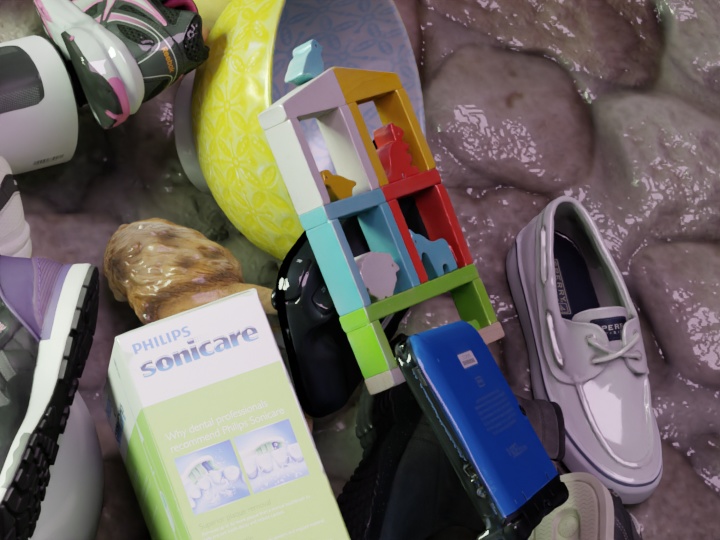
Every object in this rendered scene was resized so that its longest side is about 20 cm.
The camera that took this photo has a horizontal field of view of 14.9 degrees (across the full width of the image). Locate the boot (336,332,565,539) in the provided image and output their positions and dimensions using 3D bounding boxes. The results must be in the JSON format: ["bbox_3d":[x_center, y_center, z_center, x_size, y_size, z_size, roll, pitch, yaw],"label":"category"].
[{"bbox_3d":[0.055,0.141,1.617,0.131,0.070,0.201,26,60,-16],"label":"boot"}]

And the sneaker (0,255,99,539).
[{"bbox_3d":[-0.205,0.076,1.484,0.087,0.076,0.201,11,49,4],"label":"sneaker"}]

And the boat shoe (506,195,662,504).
[{"bbox_3d":[0.142,0.046,1.712,0.073,0.065,0.201,-8,60,-26],"label":"boat shoe"}]

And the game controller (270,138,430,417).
[{"bbox_3d":[0.000,0.000,1.626,0.042,0.105,0.200,9,33,20],"label":"game controller"}]

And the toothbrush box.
[{"bbox_3d":[-0.066,0.131,1.489,0.086,0.146,0.201,-20,77,-13],"label":"toothbrush box"}]

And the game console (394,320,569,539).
[{"bbox_3d":[0.038,0.131,1.482,0.118,0.200,0.171,-30,86,10],"label":"game console"}]

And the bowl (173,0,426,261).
[{"bbox_3d":[-0.050,-0.091,1.692,0.107,0.201,0.201,-5,46,28],"label":"bowl"}]

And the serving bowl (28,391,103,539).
[{"bbox_3d":[-0.234,0.100,1.531,0.199,0.066,0.201,10,55,-14],"label":"serving bowl"}]

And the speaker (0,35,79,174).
[{"bbox_3d":[-0.271,-0.079,1.631,0.199,0.081,0.081,-16,64,-29],"label":"speaker"}]

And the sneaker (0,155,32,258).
[{"bbox_3d":[-0.286,-0.022,1.565,0.199,0.088,0.076,-14,19,-28],"label":"sneaker"}]

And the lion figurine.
[{"bbox_3d":[-0.092,0.061,1.610,0.122,0.073,0.201,7,57,-13],"label":"lion figurine"}]

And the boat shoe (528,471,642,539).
[{"bbox_3d":[0.126,0.220,1.584,0.071,0.068,0.201,-5,61,30],"label":"boat shoe"}]

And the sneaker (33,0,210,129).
[{"bbox_3d":[-0.141,-0.142,1.673,0.086,0.081,0.200,-24,29,-10],"label":"sneaker"}]

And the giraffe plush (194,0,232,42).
[{"bbox_3d":[-0.095,-0.216,1.755,0.172,0.200,0.163,-33,89,-11],"label":"giraffe plush"}]

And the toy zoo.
[{"bbox_3d":[0.008,-0.038,1.582,0.131,0.020,0.201,-19,87,-57],"label":"toy zoo"}]
